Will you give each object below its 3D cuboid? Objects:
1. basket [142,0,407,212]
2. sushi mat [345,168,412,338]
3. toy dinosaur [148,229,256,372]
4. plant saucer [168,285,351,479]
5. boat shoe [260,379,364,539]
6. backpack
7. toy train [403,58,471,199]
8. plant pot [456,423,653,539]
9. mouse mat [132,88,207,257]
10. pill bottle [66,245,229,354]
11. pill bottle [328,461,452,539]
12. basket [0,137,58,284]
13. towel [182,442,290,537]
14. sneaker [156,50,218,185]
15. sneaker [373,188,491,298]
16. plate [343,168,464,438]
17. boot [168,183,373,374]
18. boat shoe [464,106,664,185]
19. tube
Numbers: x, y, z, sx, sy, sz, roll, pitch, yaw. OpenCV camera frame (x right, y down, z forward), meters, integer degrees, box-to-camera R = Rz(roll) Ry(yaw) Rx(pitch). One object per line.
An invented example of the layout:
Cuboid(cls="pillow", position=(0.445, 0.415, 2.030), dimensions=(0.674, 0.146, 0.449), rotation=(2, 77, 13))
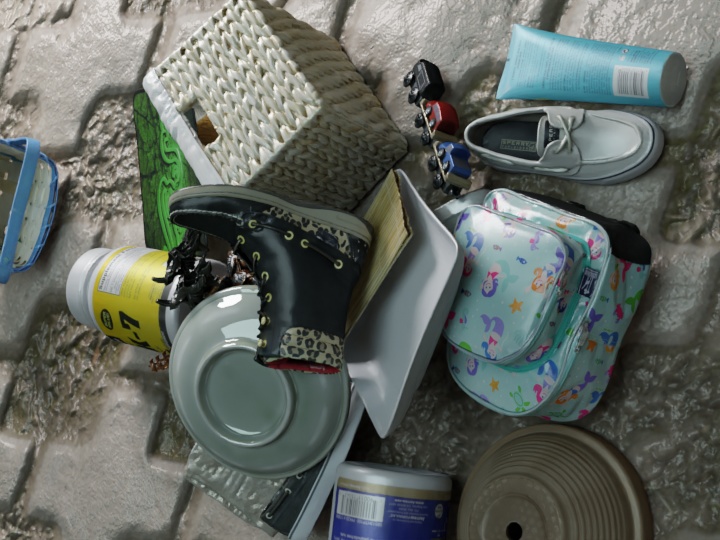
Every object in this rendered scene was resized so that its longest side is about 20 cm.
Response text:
Cuboid(cls="basket", position=(-0.089, -0.162, 1.440), dimensions=(0.161, 0.199, 0.199), rotation=(-43, 61, 19))
Cuboid(cls="sushi mat", position=(0.000, 0.000, 1.354), dimensions=(0.097, 0.012, 0.201), rotation=(-98, 30, -45))
Cuboid(cls="toy dinosaur", position=(-0.144, 0.036, 1.430), dimensions=(0.201, 0.136, 0.102), rotation=(-52, 33, -10))
Cuboid(cls="plant saucer", position=(-0.109, 0.118, 1.351), dimensions=(0.197, 0.050, 0.203), rotation=(5, 105, 18))
Cuboid(cls="boat shoe", position=(-0.045, 0.189, 1.402), dimensions=(0.056, 0.069, 0.202), rotation=(23, 104, -2))
Cuboid(cls="backpack", position=(0.161, 0.037, 1.268), dimensions=(0.177, 0.149, 0.203), rotation=(26, 106, 47))
Cuboid(cls="toy train", position=(0.081, -0.148, 1.377), dimensions=(0.046, 0.034, 0.202), rotation=(-51, 34, 33))
Cuboid(cls="plant pot", position=(0.163, 0.244, 1.262), dimensions=(0.198, 0.092, 0.204), rotation=(-6, 80, 34))
Cuboid(cls="mouse mat", position=(-0.224, -0.115, 1.583), dimensions=(0.160, 0.007, 0.203), rotation=(2, 99, 56))
Cuboid(cls="pill bottle", position=(-0.241, 0.033, 1.562), dimensions=(0.198, 0.114, 0.116), rotation=(9, 87, 39))
Cuboid(cls="pill bottle", position=(0.022, 0.296, 1.335), dimensions=(0.118, 0.119, 0.203), rotation=(4, 85, 35))
Cuboid(cls="basket", position=(-0.450, -0.086, 1.701), dimensions=(0.200, 0.137, 0.179), rotation=(22, 96, 66))
Cuboid(cls="towel", position=(-0.094, 0.175, 1.458), dimensions=(0.132, 0.034, 0.201), rotation=(34, 102, 2))
Cuboid(cls="sneaker", position=(-0.194, -0.157, 1.601), dimensions=(0.087, 0.075, 0.203), rotation=(-39, 59, 42))
Cuboid(cls="sneaker", position=(0.074, -0.003, 1.386), dimensions=(0.199, 0.072, 0.085), rotation=(-40, 73, 31))
Cuboid(cls="plate", position=(0.040, 0.029, 1.301), dimensions=(0.200, 0.032, 0.202), rotation=(-121, 47, -61))
Cuboid(cls="boot", position=(-0.095, 0.008, 1.291), dimensions=(0.200, 0.074, 0.156), rotation=(11, 73, -5))
Cuboid(cls="boat shoe", position=(0.193, -0.128, 1.317), dimensions=(0.198, 0.065, 0.073), rotation=(10, 87, 36))
Cuboid(cls="tube", position=(0.220, -0.196, 1.325), dimensions=(0.198, 0.050, 0.079), rotation=(15, 87, 40))
